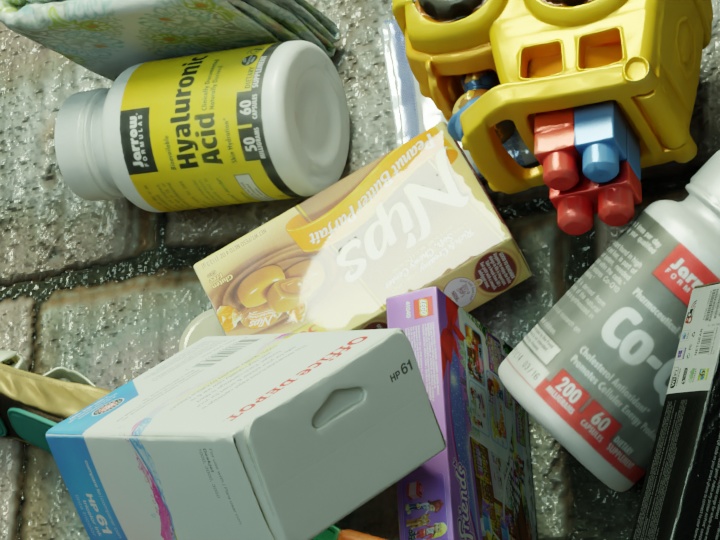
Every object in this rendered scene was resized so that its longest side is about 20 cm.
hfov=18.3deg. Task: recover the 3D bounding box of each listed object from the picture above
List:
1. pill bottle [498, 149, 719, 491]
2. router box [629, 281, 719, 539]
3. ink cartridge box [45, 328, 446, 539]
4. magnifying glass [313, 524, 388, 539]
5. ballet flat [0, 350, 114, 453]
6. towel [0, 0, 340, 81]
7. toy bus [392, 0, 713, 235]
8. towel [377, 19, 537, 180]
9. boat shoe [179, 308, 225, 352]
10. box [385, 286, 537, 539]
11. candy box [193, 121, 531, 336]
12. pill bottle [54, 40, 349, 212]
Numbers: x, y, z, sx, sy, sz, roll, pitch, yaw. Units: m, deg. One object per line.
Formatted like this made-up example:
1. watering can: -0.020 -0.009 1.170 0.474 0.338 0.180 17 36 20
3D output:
1. pill bottle: 0.191 0.029 1.393 0.200 0.114 0.114 -47 56 4
2. router box: 0.242 0.125 1.308 0.051 0.148 0.201 -14 56 65
3. ink cartridge box: -0.070 0.101 1.343 0.199 0.144 0.085 -6 109 51
4. magnifying glass: -0.030 0.181 1.511 0.199 0.022 0.080 11 76 34
5. ballet flat: -0.249 0.094 1.651 0.199 0.069 0.063 18 51 30
6. towel: -0.136 -0.181 1.626 0.199 0.171 0.048 -5 74 26
7. toy bus: 0.121 -0.112 1.441 0.199 0.136 0.193 -8 59 24
8. towel: 0.109 -0.142 1.564 0.199 0.024 0.148 -17 64 22
9. boat shoe: -0.036 0.087 1.528 0.199 0.060 0.072 22 66 32
10. box: 0.066 0.127 1.408 0.039 0.137 0.201 -14 64 23
11. candy box: 0.000 0.000 1.497 0.199 0.055 0.116 -29 53 1
12. pill bottle: -0.117 -0.100 1.618 0.199 0.111 0.112 -6 67 27
